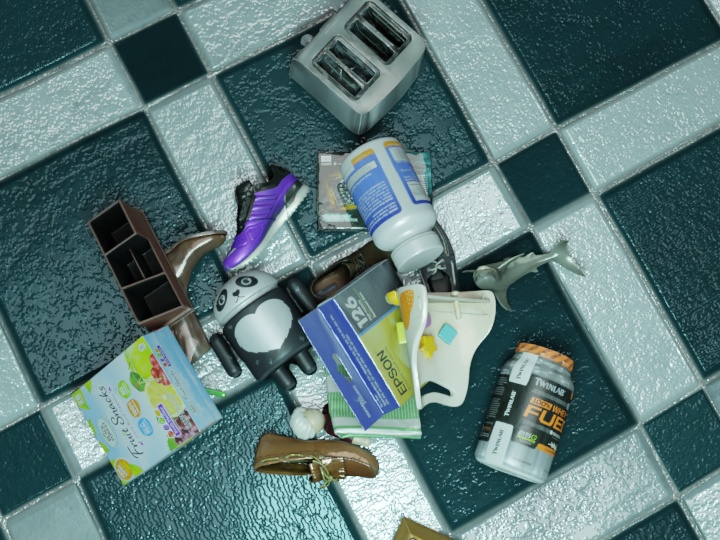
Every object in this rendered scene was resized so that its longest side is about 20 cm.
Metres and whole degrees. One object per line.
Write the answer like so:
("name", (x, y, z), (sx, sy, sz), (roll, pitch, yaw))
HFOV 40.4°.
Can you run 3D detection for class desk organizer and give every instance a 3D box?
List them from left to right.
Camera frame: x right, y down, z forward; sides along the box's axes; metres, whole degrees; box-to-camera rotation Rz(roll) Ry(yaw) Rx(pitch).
("desk organizer", (-0.349, -0.007, 1.547), (0.071, 0.077, 0.201), (-33, 72, 6))

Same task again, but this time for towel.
("towel", (0.019, 0.174, 1.562), (0.150, 0.024, 0.202), (2, 54, -11))

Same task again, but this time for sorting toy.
("sorting toy", (0.116, 0.119, 1.498), (0.106, 0.199, 0.183), (-8, 81, 38))

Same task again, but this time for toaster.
("toaster", (0.000, -0.346, 1.653), (0.200, 0.119, 0.181), (42, 81, 4))

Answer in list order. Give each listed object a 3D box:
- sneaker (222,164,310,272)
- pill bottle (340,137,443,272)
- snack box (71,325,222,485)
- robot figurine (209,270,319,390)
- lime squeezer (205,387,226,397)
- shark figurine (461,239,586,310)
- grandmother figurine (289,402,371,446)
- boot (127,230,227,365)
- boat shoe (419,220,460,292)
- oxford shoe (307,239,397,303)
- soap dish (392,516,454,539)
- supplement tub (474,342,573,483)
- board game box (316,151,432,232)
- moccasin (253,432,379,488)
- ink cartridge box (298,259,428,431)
("sneaker", (-0.179, -0.092, 1.614), (0.099, 0.069, 0.201), (42, 71, -12))
("pill bottle", (0.054, -0.103, 1.575), (0.111, 0.112, 0.202), (-23, 73, -7))
("snack box", (-0.332, 0.210, 1.512), (0.199, 0.067, 0.170), (-37, 83, 32))
("robot figurine", (-0.149, 0.095, 1.564), (0.150, 0.125, 0.201), (-30, 82, -43))
("lime squeezer", (-0.314, 0.172, 1.569), (0.197, 0.071, 0.038), (13, 97, 0))
("shark figurine", (0.259, 0.017, 1.631), (0.212, 0.128, 0.091), (-14, 89, -29))
("grandmother figurine", (-0.017, 0.235, 1.558), (0.197, 0.121, 0.061), (-2, 107, -19))
("boot", (-0.273, 0.053, 1.596), (0.184, 0.064, 0.202), (-23, 79, 7))
("boat shoe", (0.133, 0.004, 1.616), (0.072, 0.063, 0.203), (-14, 90, -8))
("oxford shoe", (0.000, 0.000, 1.612), (0.199, 0.084, 0.073), (-35, 81, -10))
("soap dish", (0.098, 0.513, 1.529), (0.156, 0.081, 0.202), (25, 81, 1))
("supplement tub", (0.267, 0.227, 1.567), (0.121, 0.123, 0.202), (19, 80, 0))
("board game box", (0.024, -0.133, 1.663), (0.197, 0.028, 0.137), (0, 81, -4))
("moccasin", (-0.070, 0.307, 1.550), (0.198, 0.074, 0.078), (10, 48, -2))
("ink cartridge box", (0.026, 0.110, 1.515), (0.200, 0.047, 0.199), (-36, 96, -45))
